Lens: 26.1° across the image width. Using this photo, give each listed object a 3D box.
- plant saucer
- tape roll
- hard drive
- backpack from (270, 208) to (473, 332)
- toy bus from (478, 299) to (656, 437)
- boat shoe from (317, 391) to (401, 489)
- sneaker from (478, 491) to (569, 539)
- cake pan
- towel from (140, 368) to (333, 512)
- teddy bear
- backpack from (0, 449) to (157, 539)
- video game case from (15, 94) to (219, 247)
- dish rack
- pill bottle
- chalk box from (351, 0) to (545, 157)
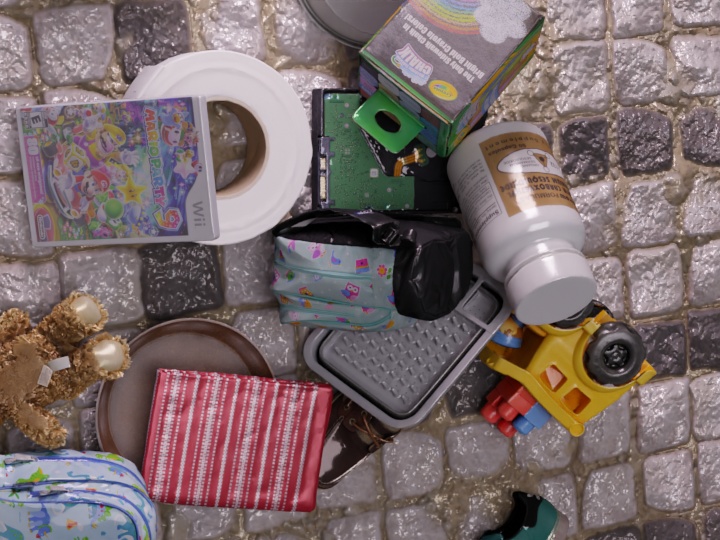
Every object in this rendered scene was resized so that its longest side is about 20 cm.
[{"bbox_3d":[-0.185,0.147,1.643,0.200,0.034,0.200,-3,98,-21],"label":"plant saucer"},{"bbox_3d":[-0.155,-0.128,1.607,0.202,0.071,0.203,-2,97,-21],"label":"tape roll"},{"bbox_3d":[0.044,-0.131,1.704,0.200,0.038,0.140,-3,96,-22],"label":"hard drive"},{"bbox_3d":[0.000,0.000,1.618,0.167,0.200,0.127,0,93,-64],"label":"backpack"},{"bbox_3d":[0.200,0.093,1.753,0.192,0.136,0.200,-44,107,4],"label":"toy bus"},{"bbox_3d":[0.011,0.159,1.701,0.200,0.072,0.072,-48,110,-11],"label":"boat shoe"},{"bbox_3d":[0.156,0.345,1.785,0.080,0.071,0.200,38,76,-16],"label":"sneaker"},{"bbox_3d":[0.021,-0.339,1.675,0.200,0.037,0.200,-2,96,-22],"label":"cake pan"},{"bbox_3d":[-0.130,0.181,1.640,0.200,0.022,0.145,7,95,-21],"label":"towel"},{"bbox_3d":[-0.327,0.104,1.553,0.145,0.067,0.200,42,83,2],"label":"teddy bear"},{"bbox_3d":[-0.304,0.255,1.545,0.200,0.154,0.163,-6,109,-29],"label":"backpack"},{"bbox_3d":[-0.241,-0.097,1.537,0.200,0.018,0.143,-2,101,16],"label":"video game case"},{"bbox_3d":[0.054,0.068,1.681,0.200,0.172,0.044,-49,150,-12],"label":"dish rack"},{"bbox_3d":[0.173,-0.049,1.632,0.114,0.114,0.200,-5,56,-21],"label":"pill bottle"},{"bbox_3d":[0.077,-0.206,1.604,0.124,0.124,0.200,41,81,8],"label":"chalk box"}]
